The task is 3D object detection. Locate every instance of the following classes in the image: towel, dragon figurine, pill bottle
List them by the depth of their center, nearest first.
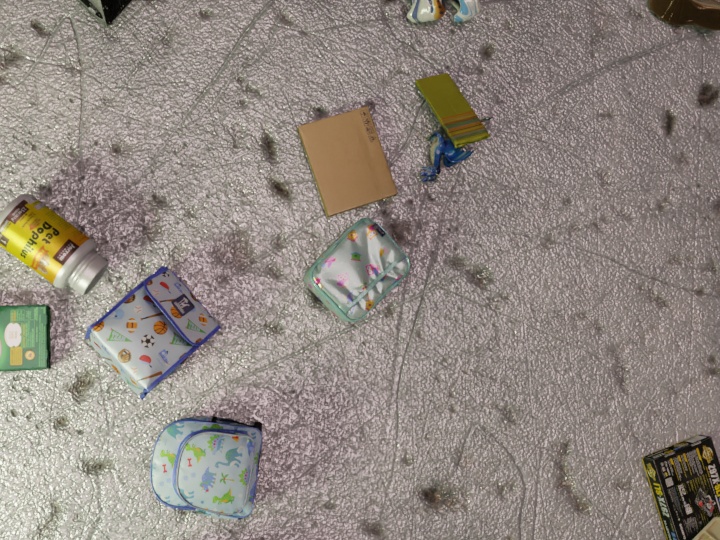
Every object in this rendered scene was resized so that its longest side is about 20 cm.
[{"bbox_3d":[-0.573,-0.043,1.485,0.200,0.109,0.110,37,77,-7],"label":"pill bottle"},{"bbox_3d":[0.195,-0.345,1.708,0.086,0.018,0.201,-16,59,-19],"label":"towel"},{"bbox_3d":[0.203,-0.260,1.721,0.199,0.059,0.100,-23,89,-14],"label":"dragon figurine"}]

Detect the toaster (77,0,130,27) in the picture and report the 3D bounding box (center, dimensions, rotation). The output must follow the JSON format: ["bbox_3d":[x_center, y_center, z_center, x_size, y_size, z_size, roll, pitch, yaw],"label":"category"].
[{"bbox_3d":[-0.479,-0.602,1.539,0.118,0.181,0.200,38,77,-5],"label":"toaster"}]

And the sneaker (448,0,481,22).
[{"bbox_3d":[0.199,-0.646,1.764,0.072,0.072,0.201,-23,85,-2],"label":"sneaker"}]

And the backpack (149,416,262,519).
[{"bbox_3d":[-0.289,0.362,1.484,0.199,0.147,0.184,10,79,-9],"label":"backpack"}]

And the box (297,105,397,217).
[{"bbox_3d":[-0.027,-0.231,1.682,0.163,0.021,0.201,-19,88,-15],"label":"box"}]

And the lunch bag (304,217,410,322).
[{"bbox_3d":[0.000,0.000,1.631,0.200,0.077,0.160,-44,94,-14],"label":"lunch bag"}]

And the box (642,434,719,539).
[{"bbox_3d":[0.727,0.485,1.759,0.159,0.049,0.201,-16,87,-17],"label":"box"}]

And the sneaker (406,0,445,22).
[{"bbox_3d":[0.126,-0.641,1.733,0.088,0.075,0.202,-7,86,28],"label":"sneaker"}]

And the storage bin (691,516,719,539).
[{"bbox_3d":[0.770,0.666,1.697,0.198,0.094,0.201,-37,109,-15],"label":"storage bin"}]

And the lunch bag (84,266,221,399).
[{"bbox_3d":[-0.387,0.111,1.508,0.200,0.124,0.170,-42,94,-28],"label":"lunch bag"}]

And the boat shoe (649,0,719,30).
[{"bbox_3d":[0.784,-0.629,1.905,0.199,0.072,0.065,13,44,0],"label":"boat shoe"}]

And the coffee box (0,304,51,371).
[{"bbox_3d":[-0.679,0.126,1.473,0.199,0.044,0.124,-2,83,-14],"label":"coffee box"}]
